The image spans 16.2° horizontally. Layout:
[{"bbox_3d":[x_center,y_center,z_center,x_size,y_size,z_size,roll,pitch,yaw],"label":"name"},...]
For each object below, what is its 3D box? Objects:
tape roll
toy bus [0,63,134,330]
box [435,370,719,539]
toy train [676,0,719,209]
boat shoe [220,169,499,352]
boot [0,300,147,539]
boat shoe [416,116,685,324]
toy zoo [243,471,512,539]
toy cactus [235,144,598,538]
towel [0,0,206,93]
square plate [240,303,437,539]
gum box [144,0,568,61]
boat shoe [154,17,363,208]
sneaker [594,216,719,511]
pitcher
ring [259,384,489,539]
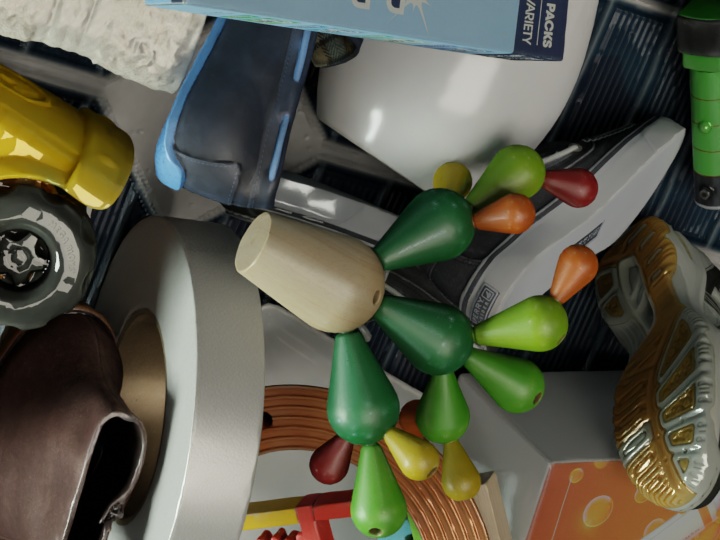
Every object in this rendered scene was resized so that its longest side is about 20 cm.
[{"bbox_3d":[-0.098,0.073,1.246,0.037,0.203,0.203,7,111,-21],"label":"tape roll"},{"bbox_3d":[-0.232,-0.025,1.198,0.192,0.136,0.200,35,101,-17],"label":"toy bus"},{"bbox_3d":[0.142,0.131,1.401,0.200,0.097,0.125,0,117,-32],"label":"box"},{"bbox_3d":[0.191,-0.121,1.343,0.056,0.042,0.200,-44,135,-49],"label":"toy train"},{"bbox_3d":[-0.001,-0.001,1.321,0.199,0.074,0.068,23,90,-37],"label":"boat shoe"},{"bbox_3d":[-0.173,0.115,1.255,0.072,0.166,0.200,17,109,-25],"label":"boot"},{"bbox_3d":[0.099,-0.039,1.321,0.200,0.068,0.072,-38,159,-41],"label":"boat shoe"},{"bbox_3d":[-0.009,0.182,1.342,0.200,0.020,0.131,-9,104,21],"label":"toy zoo"},{"bbox_3d":[0.017,0.017,1.184,0.165,0.102,0.200,28,92,-23],"label":"toy cactus"},{"bbox_3d":[-0.112,-0.193,1.138,0.132,0.034,0.200,18,96,-15],"label":"towel"},{"bbox_3d":[-0.037,0.134,1.398,0.198,0.028,0.200,31,100,-29],"label":"square plate"},{"bbox_3d":[0.009,-0.190,1.132,0.200,0.045,0.170,5,92,-30],"label":"gum box"},{"bbox_3d":[-0.030,-0.115,1.187,0.069,0.084,0.200,25,75,-1],"label":"boat shoe"},{"bbox_3d":[0.184,0.055,1.343,0.088,0.200,0.076,31,125,-25],"label":"sneaker"},{"bbox_3d":[0.045,-0.151,1.254,0.171,0.121,0.200,33,92,-6],"label":"pitcher"},{"bbox_3d":[-0.024,0.152,1.316,0.200,0.019,0.201,5,108,17],"label":"ring"}]
